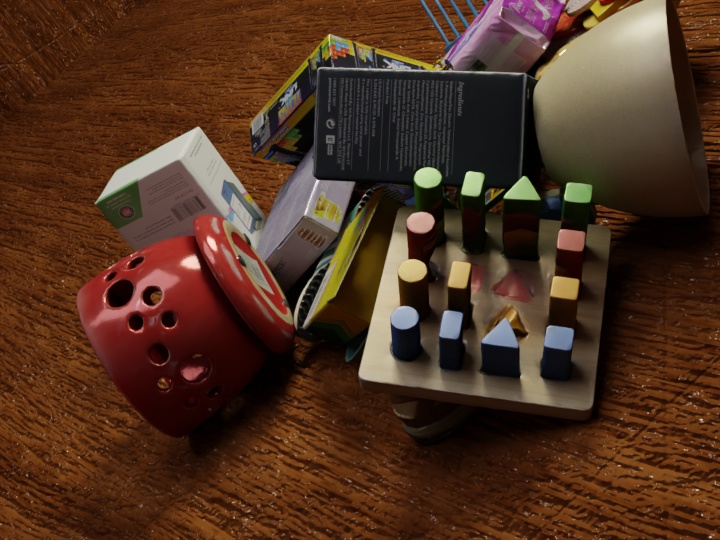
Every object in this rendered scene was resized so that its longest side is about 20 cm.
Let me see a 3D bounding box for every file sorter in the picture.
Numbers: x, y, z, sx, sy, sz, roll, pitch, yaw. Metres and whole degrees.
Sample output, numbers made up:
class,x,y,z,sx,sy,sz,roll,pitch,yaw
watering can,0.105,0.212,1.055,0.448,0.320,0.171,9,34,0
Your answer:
class,x,y,z,sx,sy,sz,roll,pitch,yaw
file sorter,0.168,-0.389,1.636,0.138,0.123,0.200,-33,5,-12

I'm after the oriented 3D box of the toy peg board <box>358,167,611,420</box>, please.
class,x,y,z,sx,sy,sz,roll,pitch,yaw
toy peg board,0.110,0.007,1.065,0.198,0.098,0.200,6,52,11

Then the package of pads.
class,x,y,z,sx,sy,sz,roll,pitch,yaw
package of pads,0.145,-0.241,1.408,0.200,0.075,0.121,-48,13,47

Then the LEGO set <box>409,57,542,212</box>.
class,x,y,z,sx,sy,sz,roll,pitch,yaw
LEGO set,0.098,-0.145,1.368,0.154,0.199,0.116,-49,17,31

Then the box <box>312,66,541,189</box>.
class,x,y,z,sx,sy,sz,roll,pitch,yaw
box,0.070,-0.137,1.197,0.198,0.108,0.148,3,6,16

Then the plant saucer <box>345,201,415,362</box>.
class,x,y,z,sx,sy,sz,roll,pitch,yaw
plant saucer,0.043,0.009,1.262,0.201,0.036,0.200,-63,5,10

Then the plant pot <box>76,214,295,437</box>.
class,x,y,z,sx,sy,sz,roll,pitch,yaw
plant pot,-0.182,0.055,1.362,0.182,0.201,0.201,-32,27,6

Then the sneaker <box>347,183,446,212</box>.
class,x,y,z,sx,sy,sz,roll,pitch,yaw
sneaker,0.022,-0.119,1.520,0.199,0.079,0.075,3,46,52

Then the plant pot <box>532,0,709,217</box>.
class,x,y,z,sx,sy,sz,roll,pitch,yaw
plant pot,0.233,-0.138,1.132,0.134,0.201,0.201,-10,35,20

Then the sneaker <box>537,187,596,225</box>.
class,x,y,z,sx,sy,sz,roll,pitch,yaw
sneaker,0.139,0.003,1.185,0.199,0.077,0.111,-29,22,25

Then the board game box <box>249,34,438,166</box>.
class,x,y,z,sx,sy,sz,roll,pitch,yaw
board game box,-0.019,-0.195,1.532,0.200,0.164,0.057,-40,49,47

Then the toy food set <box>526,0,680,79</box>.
class,x,y,z,sx,sy,sz,roll,pitch,yaw
toy food set,0.262,-0.268,1.338,0.200,0.049,0.198,-42,19,15

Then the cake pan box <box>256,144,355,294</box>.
class,x,y,z,sx,sy,sz,roll,pitch,yaw
cake pan box,-0.068,-0.070,1.487,0.200,0.052,0.185,-46,18,47

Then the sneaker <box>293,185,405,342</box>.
class,x,y,z,sx,sy,sz,roll,pitch,yaw
sneaker,-0.014,0.002,1.409,0.201,0.070,0.093,-62,3,-19

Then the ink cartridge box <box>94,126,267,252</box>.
class,x,y,z,sx,sy,sz,roll,pitch,yaw
ink cartridge box,-0.213,-0.059,1.577,0.145,0.200,0.088,-24,26,26

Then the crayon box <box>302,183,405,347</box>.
class,x,y,z,sx,sy,sz,roll,pitch,yaw
crayon box,0.000,0.000,1.256,0.200,0.051,0.128,133,161,-76

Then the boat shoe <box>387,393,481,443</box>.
class,x,y,z,sx,sy,sz,roll,pitch,yaw
boat shoe,0.110,0.072,1.120,0.200,0.074,0.076,-39,27,-2
